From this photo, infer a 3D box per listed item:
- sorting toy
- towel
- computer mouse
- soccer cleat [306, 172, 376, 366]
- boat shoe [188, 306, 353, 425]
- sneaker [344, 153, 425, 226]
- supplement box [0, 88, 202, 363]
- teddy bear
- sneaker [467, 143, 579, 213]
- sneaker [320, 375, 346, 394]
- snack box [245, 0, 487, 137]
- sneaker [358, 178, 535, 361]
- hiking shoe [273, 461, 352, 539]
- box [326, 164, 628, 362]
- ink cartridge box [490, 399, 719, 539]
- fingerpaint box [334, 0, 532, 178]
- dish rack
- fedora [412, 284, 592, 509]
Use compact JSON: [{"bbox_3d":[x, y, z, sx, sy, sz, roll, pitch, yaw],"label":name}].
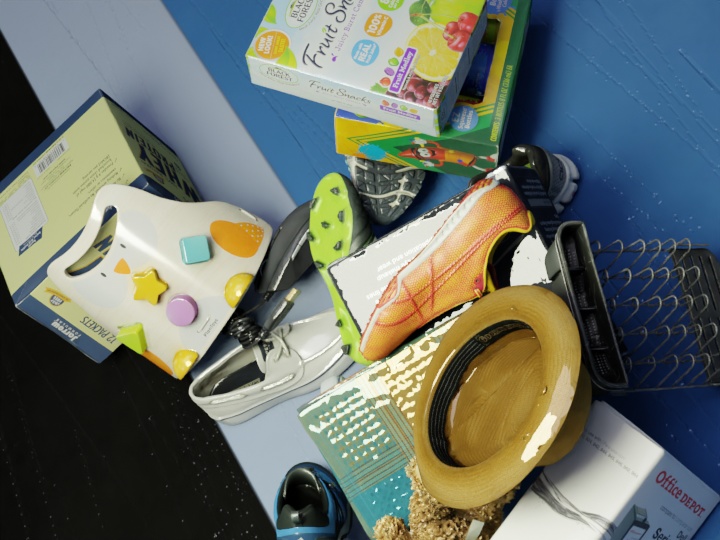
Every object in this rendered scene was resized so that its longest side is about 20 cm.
[{"bbox_3d":[-0.219,0.004,1.811,0.200,0.180,0.107,-54,13,17],"label":"sorting toy"},{"bbox_3d":[0.060,0.138,1.569,0.200,0.022,0.147,-32,85,16],"label":"towel"},{"bbox_3d":[-0.077,-0.007,1.801,0.200,0.046,0.140,-46,17,0],"label":"computer mouse"},{"bbox_3d":[0.000,0.000,1.755,0.067,0.081,0.201,-25,72,38],"label":"soccer cleat"},{"bbox_3d":[-0.086,0.089,1.794,0.200,0.066,0.072,-27,56,20],"label":"boat shoe"},{"bbox_3d":[0.018,-0.128,1.831,0.086,0.077,0.201,122,151,-57],"label":"sneaker"},{"bbox_3d":[-0.287,-0.049,1.927,0.200,0.134,0.200,-42,42,9],"label":"supplement box"},{"bbox_3d":[0.081,0.242,1.549,0.144,0.201,0.067,-15,23,-9],"label":"teddy bear"},{"bbox_3d":[0.125,-0.046,1.712,0.200,0.087,0.074,-49,52,4],"label":"sneaker"},{"bbox_3d":[0.026,0.180,1.686,0.071,0.073,0.200,-30,63,6],"label":"sneaker"},{"bbox_3d":[0.008,-0.224,1.713,0.199,0.053,0.143,18,64,14],"label":"snack box"},{"bbox_3d":[0.072,0.012,1.533,0.077,0.073,0.200,42,108,2],"label":"sneaker"},{"bbox_3d":[-0.044,0.218,1.647,0.074,0.087,0.200,-4,20,-2],"label":"hiking shoe"},{"bbox_3d":[0.109,0.036,1.618,0.196,0.117,0.201,-29,83,18],"label":"box"},{"bbox_3d":[0.197,0.229,1.495,0.084,0.145,0.200,37,90,38],"label":"ink cartridge box"},{"bbox_3d":[0.075,-0.204,1.771,0.166,0.073,0.201,11,63,7],"label":"fingerpaint box"},{"bbox_3d":[0.259,0.035,1.528,0.055,0.199,0.154,133,130,-56],"label":"dish rack"},{"bbox_3d":[0.128,0.112,1.457,0.200,0.082,0.201,-33,45,40],"label":"fedora"}]
